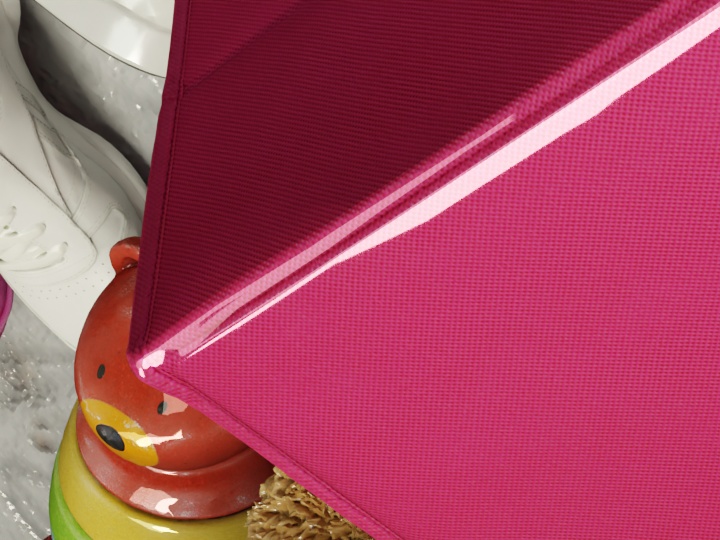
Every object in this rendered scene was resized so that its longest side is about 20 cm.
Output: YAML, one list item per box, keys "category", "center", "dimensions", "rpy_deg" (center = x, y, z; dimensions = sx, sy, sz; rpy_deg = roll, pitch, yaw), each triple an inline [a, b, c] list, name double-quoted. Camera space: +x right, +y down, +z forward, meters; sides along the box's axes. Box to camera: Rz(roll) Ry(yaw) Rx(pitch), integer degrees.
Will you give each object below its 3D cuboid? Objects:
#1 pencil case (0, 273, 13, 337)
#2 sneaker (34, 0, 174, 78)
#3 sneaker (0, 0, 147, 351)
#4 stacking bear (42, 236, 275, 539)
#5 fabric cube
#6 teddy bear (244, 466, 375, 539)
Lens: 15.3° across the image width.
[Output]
- category: "pencil case"
  center: [-0.236, 0.000, 1.067]
  dimensions: [0.199, 0.091, 0.094]
  rpy_deg: [-2, 116, 32]
- category: "sneaker"
  center: [-0.116, -0.150, 0.896]
  dimensions: [0.200, 0.073, 0.085]
  rpy_deg: [33, 110, 12]
- category: "sneaker"
  center: [-0.142, -0.036, 0.964]
  dimensions: [0.075, 0.100, 0.200]
  rpy_deg: [-14, 118, 36]
- category: "stacking bear"
  center: [-0.064, 0.072, 0.970]
  dimensions: [0.121, 0.114, 0.200]
  rpy_deg: [35, 145, 23]
- category: "fabric cube"
  center: [0.083, -0.039, 0.677]
  dimensions: [0.199, 0.201, 0.196]
  rpy_deg: [-33, 125, 29]
- category: "teddy bear"
  center: [0.064, 0.096, 0.862]
  dimensions: [0.199, 0.067, 0.145]
  rpy_deg: [4, 145, 35]
